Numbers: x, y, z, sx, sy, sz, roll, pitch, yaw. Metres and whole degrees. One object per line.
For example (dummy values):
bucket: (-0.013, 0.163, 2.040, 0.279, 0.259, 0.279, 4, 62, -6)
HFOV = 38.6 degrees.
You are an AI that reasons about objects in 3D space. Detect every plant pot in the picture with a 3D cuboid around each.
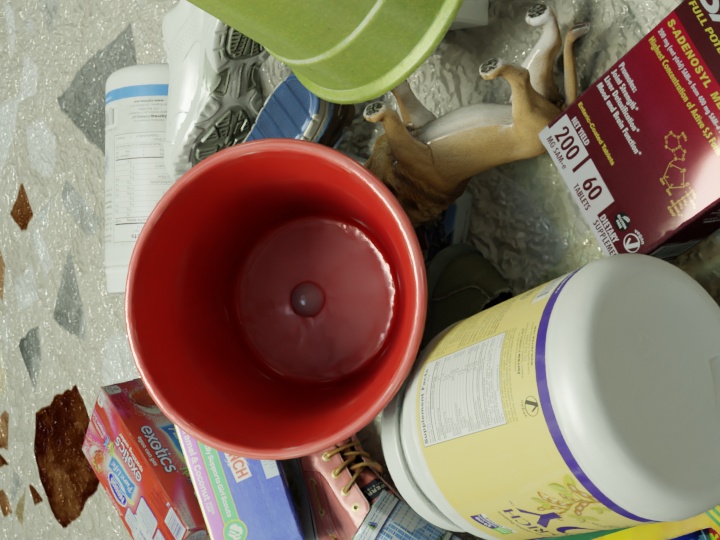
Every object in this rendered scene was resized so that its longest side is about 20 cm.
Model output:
plant pot: (-0.059, -0.224, 0.634, 0.199, 0.189, 0.202, -11, 74, 46)
plant pot: (-0.046, 0.020, 0.722, 0.198, 0.177, 0.203, 0, 89, 7)

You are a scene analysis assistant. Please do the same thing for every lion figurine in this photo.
lion figurine: (0.079, -0.094, 0.708, 0.198, 0.123, 0.073, -13, 43, 26)

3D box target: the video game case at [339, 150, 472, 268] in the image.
video game case: (0.000, 0.000, 0.860, 0.199, 0.023, 0.184, 23, 113, 40)

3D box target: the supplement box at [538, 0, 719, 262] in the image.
supplement box: (0.207, -0.095, 0.592, 0.200, 0.060, 0.110, -44, 64, 42)

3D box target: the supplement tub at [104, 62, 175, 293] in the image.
supplement tub: (-0.170, -0.080, 0.949, 0.131, 0.131, 0.202, -2, 88, 48)

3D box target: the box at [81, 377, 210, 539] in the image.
box: (-0.201, 0.214, 1.076, 0.200, 0.095, 0.100, 48, 128, 32)

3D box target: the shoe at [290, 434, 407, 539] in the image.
shoe: (-0.011, 0.166, 0.868, 0.090, 0.071, 0.202, 6, 113, 45)

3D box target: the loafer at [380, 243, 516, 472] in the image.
loafer: (0.069, 0.084, 0.766, 0.069, 0.075, 0.202, 28, 117, 47)

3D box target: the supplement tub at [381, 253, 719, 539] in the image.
supplement tub: (0.115, 0.086, 0.621, 0.200, 0.144, 0.147, -31, 73, 54)

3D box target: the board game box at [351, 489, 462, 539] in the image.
board game box: (0.014, 0.282, 0.812, 0.199, 0.062, 0.201, 29, 121, 11)

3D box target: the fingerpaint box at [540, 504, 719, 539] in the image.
fingerpaint box: (0.212, 0.216, 0.627, 0.200, 0.073, 0.168, -34, 70, 46)

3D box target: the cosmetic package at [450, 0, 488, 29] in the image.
cosmetic package: (0.000, -0.234, 0.783, 0.199, 0.084, 0.109, 4, 97, 49)

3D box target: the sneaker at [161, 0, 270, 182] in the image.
sneaker: (-0.126, -0.164, 0.835, 0.099, 0.077, 0.201, 47, 131, 31)

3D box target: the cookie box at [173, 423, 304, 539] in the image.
cookie box: (-0.109, 0.171, 0.910, 0.200, 0.074, 0.173, 106, 145, -75)

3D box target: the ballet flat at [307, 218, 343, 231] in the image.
ballet flat: (-0.075, 0.007, 0.854, 0.199, 0.072, 0.068, -34, 95, 6)

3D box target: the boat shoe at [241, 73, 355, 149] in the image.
boat shoe: (-0.073, -0.069, 0.845, 0.200, 0.072, 0.073, -46, 59, 28)
